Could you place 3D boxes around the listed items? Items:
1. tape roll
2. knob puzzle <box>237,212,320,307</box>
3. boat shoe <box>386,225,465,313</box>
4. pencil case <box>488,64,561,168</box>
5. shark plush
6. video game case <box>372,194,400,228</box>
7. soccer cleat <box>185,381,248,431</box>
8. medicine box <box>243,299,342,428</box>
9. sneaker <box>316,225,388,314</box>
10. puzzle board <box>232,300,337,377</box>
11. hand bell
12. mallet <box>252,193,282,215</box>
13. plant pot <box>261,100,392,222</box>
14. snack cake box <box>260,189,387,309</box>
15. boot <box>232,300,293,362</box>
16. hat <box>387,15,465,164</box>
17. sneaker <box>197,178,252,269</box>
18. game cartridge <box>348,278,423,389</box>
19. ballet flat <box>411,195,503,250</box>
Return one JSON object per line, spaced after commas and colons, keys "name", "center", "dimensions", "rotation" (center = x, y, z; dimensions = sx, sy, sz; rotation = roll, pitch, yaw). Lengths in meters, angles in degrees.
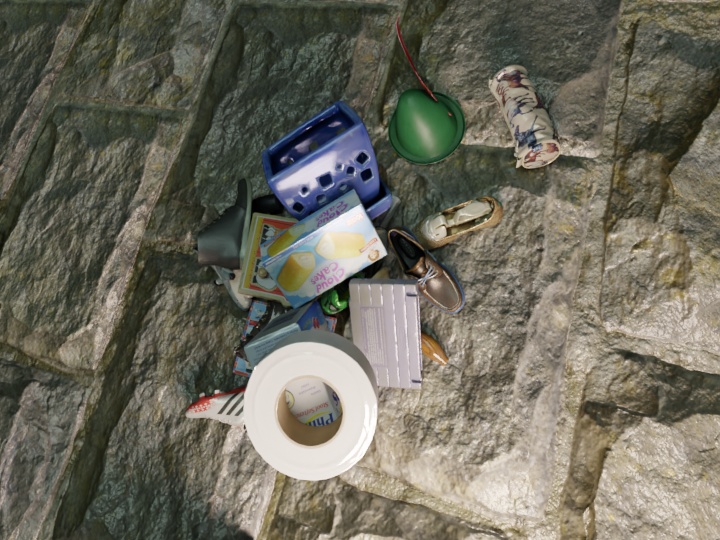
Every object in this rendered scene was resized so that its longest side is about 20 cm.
{"name": "tape roll", "center": [-0.071, 0.195, 0.770], "dimensions": [0.196, 0.071, 0.209], "rotation": [1, 98, 4]}
{"name": "knob puzzle", "center": [-0.127, -0.025, 1.020], "dimensions": [0.213, 0.031, 0.226], "rotation": [6, 61, -10]}
{"name": "boat shoe", "center": [0.113, 0.001, 0.972], "dimensions": [0.072, 0.072, 0.200], "rotation": [-47, 75, 14]}
{"name": "pencil case", "center": [0.315, -0.301, 1.018], "dimensions": [0.087, 0.078, 0.205], "rotation": [-12, 69, -9]}
{"name": "shark plush", "center": [-0.303, 0.003, 1.115], "dimensions": [0.196, 0.091, 0.085], "rotation": [28, 119, 16]}
{"name": "video game case", "center": [-0.039, -0.103, 1.093], "dimensions": [0.180, 0.023, 0.203], "rotation": [30, 84, 23]}
{"name": "soccer cleat", "center": [-0.252, 0.272, 1.014], "dimensions": [0.194, 0.069, 0.088], "rotation": [-17, 73, 9]}
{"name": "medicine box", "center": [-0.094, 0.178, 0.897], "dimensions": [0.100, 0.182, 0.205], "rotation": [-22, 96, 8]}
{"name": "sneaker", "center": [0.000, 0.000, 0.994], "dimensions": [0.078, 0.085, 0.202], "rotation": [39, 70, -18]}
{"name": "puzzle board", "center": [-0.155, 0.151, 1.050], "dimensions": [0.194, 0.017, 0.155], "rotation": [9, 76, 20]}
{"name": "hand bell", "center": [0.087, 0.099, 0.970], "dimensions": [0.199, 0.104, 0.105], "rotation": [42, 87, 11]}
{"name": "mallet", "center": [-0.189, -0.069, 1.122], "dimensions": [0.064, 0.041, 0.206], "rotation": [-17, 72, 16]}
{"name": "plant pot", "center": [-0.058, -0.176, 0.990], "dimensions": [0.197, 0.182, 0.201], "rotation": [-31, 30, 4]}
{"name": "snack cake box", "center": [-0.065, -0.036, 0.919], "dimensions": [0.197, 0.116, 0.068], "rotation": [-30, 32, 4]}
{"name": "boot", "center": [-0.188, 0.097, 1.029], "dimensions": [0.199, 0.069, 0.175], "rotation": [42, 85, 22]}
{"name": "hat", "center": [0.110, -0.338, 1.037], "dimensions": [0.199, 0.176, 0.166], "rotation": [42, 87, 24]}
{"name": "sneaker", "center": [-0.276, -0.104, 1.071], "dimensions": [0.103, 0.075, 0.206], "rotation": [4, 66, -11]}
{"name": "game cartridge", "center": [0.046, 0.113, 0.935], "dimensions": [0.126, 0.038, 0.206], "rotation": [3, 111, 21]}
{"name": "ballet flat", "center": [0.177, -0.097, 1.002], "dimensions": [0.195, 0.065, 0.072], "rotation": [-23, 70, 9]}
